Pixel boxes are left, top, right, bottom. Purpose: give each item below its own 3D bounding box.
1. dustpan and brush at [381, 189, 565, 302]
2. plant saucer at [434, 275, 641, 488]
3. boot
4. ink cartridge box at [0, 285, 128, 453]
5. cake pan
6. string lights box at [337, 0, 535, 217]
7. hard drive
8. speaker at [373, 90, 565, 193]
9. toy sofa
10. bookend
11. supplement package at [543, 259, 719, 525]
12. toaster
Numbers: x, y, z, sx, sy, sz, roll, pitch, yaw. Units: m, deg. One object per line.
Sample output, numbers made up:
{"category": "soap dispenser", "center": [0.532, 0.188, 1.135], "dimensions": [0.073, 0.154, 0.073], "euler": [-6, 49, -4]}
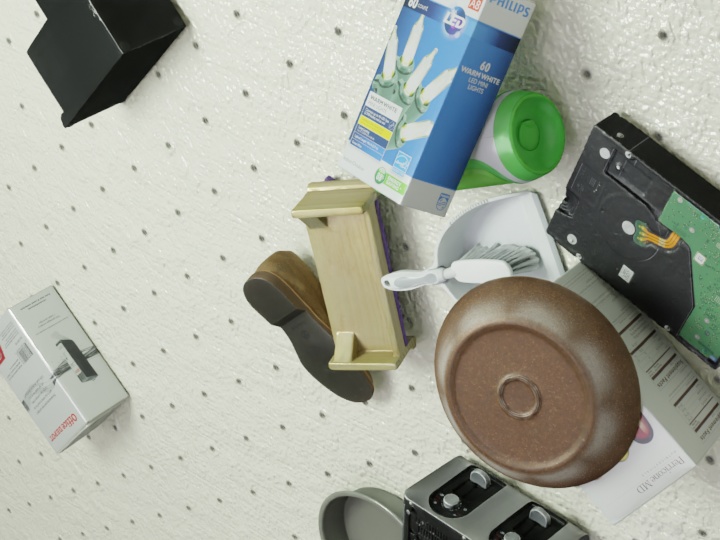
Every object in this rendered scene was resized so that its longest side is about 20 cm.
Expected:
{"category": "dustpan and brush", "center": [0.103, -0.001, 1.491], "dimensions": [0.200, 0.057, 0.140], "euler": [-3, 114, 49]}
{"category": "plant saucer", "center": [0.145, 0.105, 1.330], "dimensions": [0.200, 0.037, 0.201], "euler": [11, 113, 28]}
{"category": "boot", "center": [-0.043, 0.061, 1.706], "dimensions": [0.074, 0.076, 0.200], "euler": [-24, 112, 40]}
{"category": "ink cartridge box", "center": [-0.441, 0.145, 2.189], "dimensions": [0.200, 0.084, 0.144], "euler": [55, 142, 4]}
{"category": "cake pan", "center": [0.032, 0.345, 1.843], "dimensions": [0.200, 0.037, 0.201], "euler": [28, 134, 33]}
{"category": "string lights box", "center": [0.065, -0.160, 1.325], "dimensions": [0.103, 0.059, 0.200], "euler": [34, 106, 47]}
{"category": "hard drive", "center": [0.264, -0.026, 1.312], "dimensions": [0.200, 0.038, 0.140], "euler": [41, 141, 21]}
{"category": "speaker", "center": [0.091, -0.114, 1.396], "dimensions": [0.200, 0.088, 0.089], "euler": [-5, 112, 49]}
{"category": "toy sofa", "center": [0.000, 0.000, 1.605], "dimensions": [0.083, 0.098, 0.201], "euler": [-2, 116, 23]}
{"category": "bookend", "center": [-0.319, -0.299, 1.723], "dimensions": [0.199, 0.092, 0.200], "euler": [57, 145, 2]}
{"category": "supplement package", "center": [0.219, 0.106, 1.373], "dimensions": [0.200, 0.109, 0.114], "euler": [49, 126, 7]}
{"category": "toaster", "center": [0.140, 0.324, 1.638], "dimensions": [0.181, 0.119, 0.200], "euler": [29, 135, 33]}
